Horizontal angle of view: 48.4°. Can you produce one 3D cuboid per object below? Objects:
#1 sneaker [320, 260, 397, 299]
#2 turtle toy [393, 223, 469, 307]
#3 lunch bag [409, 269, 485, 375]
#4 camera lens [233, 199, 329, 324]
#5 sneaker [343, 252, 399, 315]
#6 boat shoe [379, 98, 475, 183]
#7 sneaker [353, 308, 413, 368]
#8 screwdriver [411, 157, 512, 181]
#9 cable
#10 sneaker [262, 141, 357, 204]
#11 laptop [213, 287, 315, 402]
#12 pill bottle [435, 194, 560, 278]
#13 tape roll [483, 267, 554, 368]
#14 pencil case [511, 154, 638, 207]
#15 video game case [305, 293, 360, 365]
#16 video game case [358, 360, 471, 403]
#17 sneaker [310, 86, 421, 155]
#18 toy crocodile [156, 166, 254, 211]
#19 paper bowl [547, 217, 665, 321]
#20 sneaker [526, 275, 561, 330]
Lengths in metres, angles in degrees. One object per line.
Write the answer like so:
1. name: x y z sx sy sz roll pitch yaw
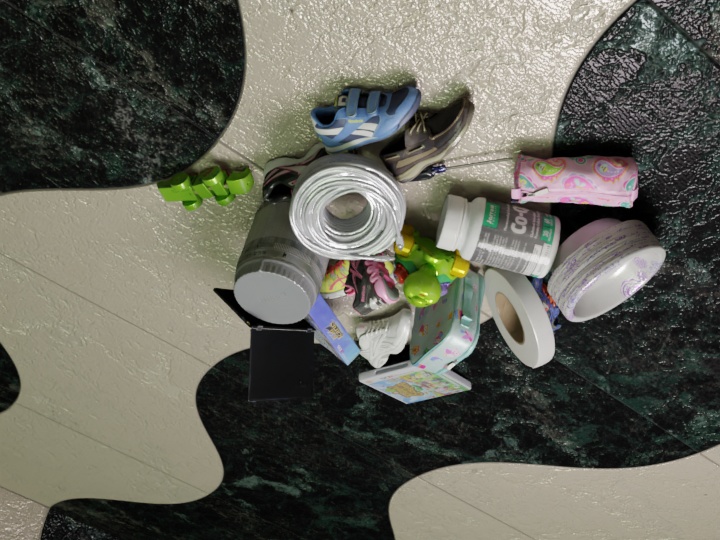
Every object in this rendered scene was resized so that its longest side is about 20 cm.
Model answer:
1. sneaker: -0.022 -0.003 1.581 0.198 0.078 0.091 -10 119 24
2. turtle toy: 0.116 -0.002 1.451 0.145 0.200 0.102 21 109 -2
3. lunch bag: 0.169 0.094 1.529 0.077 0.201 0.160 27 138 -19
4. camera lens: -0.139 -0.024 1.482 0.158 0.201 0.161 8 139 7
5. sneaker: 0.000 0.000 1.469 0.095 0.201 0.079 -38 132 20
6. boat shoe: 0.102 -0.215 1.299 0.073 0.075 0.200 32 135 -21
7. sneaker: 0.041 0.137 1.712 0.099 0.078 0.200 28 137 -11
8. screwdriver: 0.161 -0.178 1.364 0.198 0.029 0.028 -10 134 20
9. cable: -0.021 -0.107 1.360 0.198 0.070 0.201 0 130 -2
10. sneaker: -0.088 -0.159 1.403 0.199 0.087 0.080 -17 133 30
11. laptop: -0.185 0.140 1.535 0.187 0.200 0.116 10 115 -55
12. pill bottle: 0.238 -0.063 1.401 0.198 0.114 0.114 13 139 -1
13. tape roll: 0.294 0.083 1.494 0.037 0.203 0.204 -23 137 -9
14. pencil case: 0.347 -0.145 1.302 0.198 0.088 0.088 3 138 11
15. video game case: -0.103 0.083 1.635 0.181 0.045 0.201 34 162 48
16. video game case: 0.125 0.252 1.815 0.181 0.022 0.200 -19 147 32
17. sneaker: 0.004 -0.252 1.285 0.199 0.074 0.082 -18 128 30
18. toy crocodile: -0.291 -0.159 1.488 0.198 0.062 0.068 -5 137 27
19. paper bowl: 0.413 -0.011 1.379 0.199 0.105 0.201 -22 150 -14
20. sneaker: 0.348 0.054 1.548 0.078 0.076 0.201 -11 140 7
